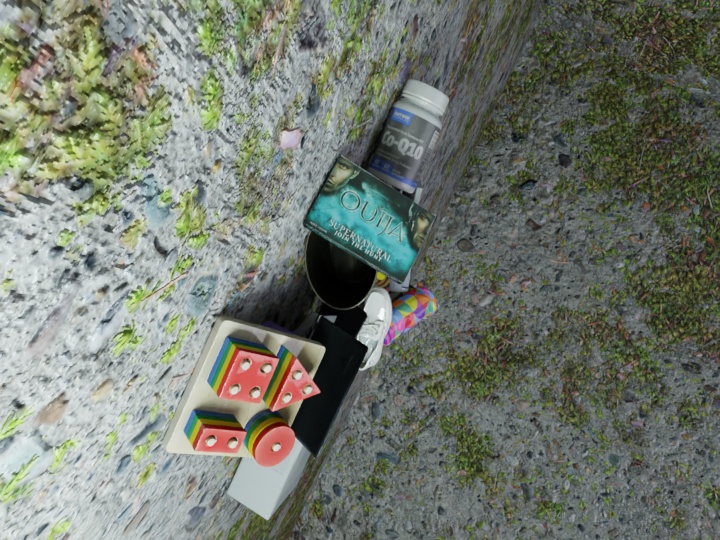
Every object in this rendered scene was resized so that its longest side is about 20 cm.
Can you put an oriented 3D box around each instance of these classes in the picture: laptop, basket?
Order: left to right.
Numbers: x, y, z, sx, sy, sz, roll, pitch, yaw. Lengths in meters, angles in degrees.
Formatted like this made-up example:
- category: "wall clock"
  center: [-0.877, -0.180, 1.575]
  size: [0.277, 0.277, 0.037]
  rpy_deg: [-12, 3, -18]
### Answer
- category: "laptop"
  center: [-0.059, 0.186, 0.901]
  size: [0.190, 0.114, 0.200]
  rpy_deg: [-64, 169, 0]
- category: "laptop"
  center: [-0.052, 0.136, 1.069]
  size: [0.179, 0.102, 0.200]
  rpy_deg: [-60, 171, 3]
- category: "basket"
  center: [-0.020, -0.025, 1.011]
  size: [0.200, 0.133, 0.185]
  rpy_deg: [-12, 101, -82]

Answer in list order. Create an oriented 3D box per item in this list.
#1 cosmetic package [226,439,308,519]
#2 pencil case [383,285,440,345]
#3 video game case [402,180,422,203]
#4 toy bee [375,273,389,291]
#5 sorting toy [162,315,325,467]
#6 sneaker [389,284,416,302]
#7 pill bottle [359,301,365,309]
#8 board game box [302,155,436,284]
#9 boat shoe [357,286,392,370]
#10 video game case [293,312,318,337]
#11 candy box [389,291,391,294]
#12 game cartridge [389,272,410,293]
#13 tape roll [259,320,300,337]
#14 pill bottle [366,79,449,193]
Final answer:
- category: "cosmetic package"
  center: [-0.194, 0.439, 1.245]
  size: [0.203, 0.121, 0.199]
  rpy_deg: [-66, 169, 3]
- category: "pencil case"
  center: [0.111, 0.116, 1.321]
  size: [0.198, 0.088, 0.089]
  rpy_deg: [-27, 150, -31]
- category: "video game case"
  center: [0.135, -0.183, 1.482]
  size: [0.145, 0.018, 0.203]
  rpy_deg: [-98, -164, -51]
- category: "toy bee"
  center: [0.000, 0.000, 1.234]
  size: [0.199, 0.128, 0.111]
  rpy_deg: [0, 92, -66]
- category: "sorting toy"
  center: [-0.152, 0.192, 0.762]
  size: [0.197, 0.069, 0.203]
  rpy_deg: [23, 93, -43]
- category: "sneaker"
  center: [0.103, 0.105, 1.398]
  size: [0.201, 0.084, 0.075]
  rpy_deg: [-52, 162, -36]
- category: "pill bottle"
  center: [-0.037, 0.126, 1.310]
  size: [0.200, 0.114, 0.118]
  rpy_deg: [-45, 158, -62]
- category: "board game box"
  center: [0.018, -0.086, 0.888]
  size: [0.137, 0.198, 0.028]
  rpy_deg: [-62, -170, -10]
- category: "boat shoe"
  center: [0.027, 0.141, 1.214]
  size: [0.069, 0.069, 0.204]
  rpy_deg: [-31, 131, -64]
- category: "video game case"
  center: [-0.162, 0.212, 1.155]
  size: [0.200, 0.023, 0.185]
  rpy_deg: [-47, 160, -58]
- category: "candy box"
  center: [0.051, -0.011, 1.413]
  size: [0.056, 0.115, 0.203]
  rpy_deg: [-30, 144, -64]
- category: "game cartridge"
  center: [0.071, -0.043, 1.330]
  size: [0.039, 0.127, 0.204]
  rpy_deg: [-69, 166, -62]
- category: "tape roll"
  center: [-0.171, 0.199, 0.921]
  size: [0.202, 0.084, 0.201]
  rpy_deg: [-60, 169, -19]
- category: "pill bottle"
  center: [0.098, -0.273, 1.063]
  size: [0.203, 0.112, 0.114]
  rpy_deg: [-67, 169, 10]
